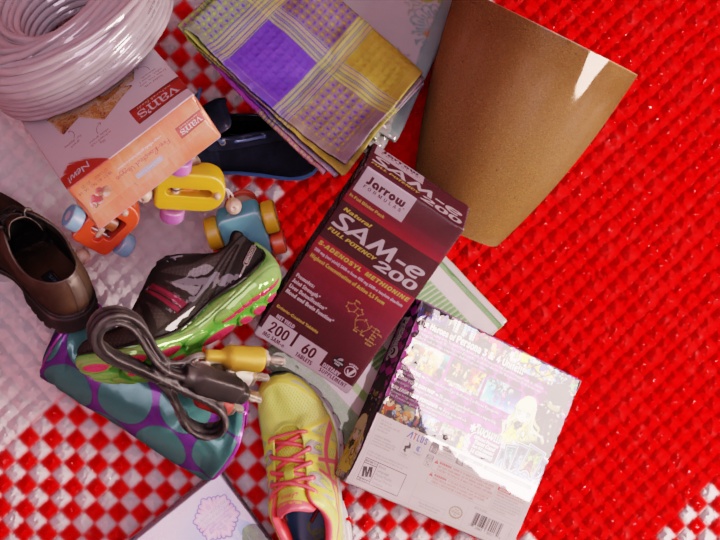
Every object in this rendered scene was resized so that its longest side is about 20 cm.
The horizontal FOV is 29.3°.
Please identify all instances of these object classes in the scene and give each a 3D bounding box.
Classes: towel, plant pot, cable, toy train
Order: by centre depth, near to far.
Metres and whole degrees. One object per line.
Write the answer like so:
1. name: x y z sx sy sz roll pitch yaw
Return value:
1. cable: -0.161 0.085 1.180 0.199 0.051 0.097 25 114 -34
2. cable: -0.260 -0.222 1.217 0.197 0.070 0.202 2 54 28
3. towel: -0.048 -0.192 1.230 0.200 0.023 0.144 43 66 1
4. toy train: -0.165 -0.046 1.265 0.198 0.056 0.150 25 124 -32
5. plant pot: 0.131 -0.132 1.280 0.184 0.187 0.202 24 101 -7
6. towel: -0.012 -0.224 1.288 0.170 0.048 0.202 28 66 -8
7. towel: 0.024 0.068 1.334 0.200 0.023 0.153 -45 94 -3

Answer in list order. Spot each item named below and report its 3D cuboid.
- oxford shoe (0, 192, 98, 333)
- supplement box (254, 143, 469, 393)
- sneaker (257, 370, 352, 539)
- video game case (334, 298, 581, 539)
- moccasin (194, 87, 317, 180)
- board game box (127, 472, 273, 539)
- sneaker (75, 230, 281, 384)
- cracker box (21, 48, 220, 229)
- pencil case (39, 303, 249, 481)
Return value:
1. oxford shoe: -0.310 -0.035 1.235 0.199 0.085 0.073 35 59 22
2. supplement box: 0.000 0.000 1.249 0.108 0.061 0.201 32 114 -6
3. sneaker: -0.055 0.193 1.281 0.077 0.090 0.203 -15 91 15
4. video game case: 0.095 0.148 1.308 0.198 0.036 0.183 25 86 -24
5. moccasin: -0.132 -0.133 1.283 0.197 0.081 0.069 1 126 -18
6. board game box: -0.152 0.328 1.302 0.199 0.041 0.200 -38 95 -6
7. sneaker: -0.166 0.034 1.222 0.198 0.077 0.084 -30 69 -17
8. cracker box: -0.226 -0.141 1.218 0.133 0.200 0.058 -38 135 -6
9. pencil case: -0.197 0.108 1.274 0.198 0.085 0.093 31 101 -7
